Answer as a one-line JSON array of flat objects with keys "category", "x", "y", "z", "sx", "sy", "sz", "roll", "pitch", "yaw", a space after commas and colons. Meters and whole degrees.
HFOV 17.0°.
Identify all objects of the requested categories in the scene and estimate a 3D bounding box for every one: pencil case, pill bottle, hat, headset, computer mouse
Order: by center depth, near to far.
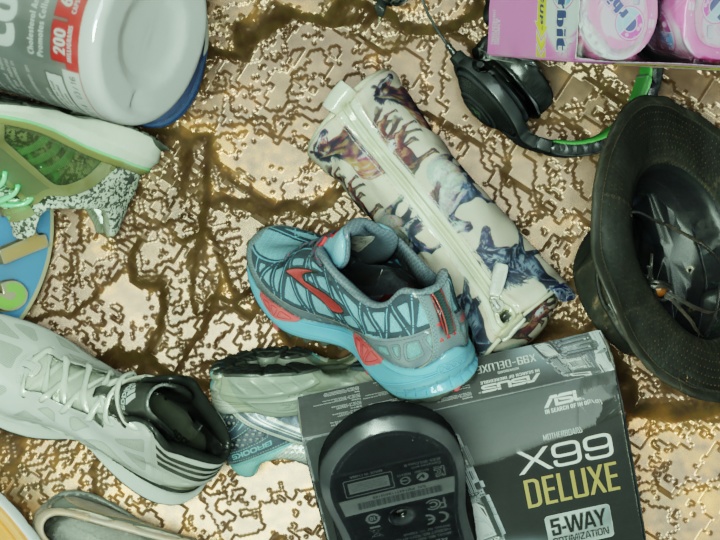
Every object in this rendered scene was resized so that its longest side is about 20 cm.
[{"category": "computer mouse", "x": 0.018, "y": 0.144, "z": 1.466, "sx": 0.138, "sy": 0.201, "sz": 0.053, "roll": -9, "pitch": 44, "yaw": -3}, {"category": "pill bottle", "x": -0.206, "y": -0.166, "z": 1.514, "sx": 0.199, "sy": 0.114, "sz": 0.115, "roll": 17, "pitch": 88, "yaw": 31}, {"category": "hat", "x": 0.187, "y": -0.006, "z": 1.540, "sx": 0.200, "sy": 0.081, "sz": 0.202, "roll": 17, "pitch": 63, "yaw": -38}, {"category": "pencil case", "x": 0.048, "y": -0.035, "z": 1.541, "sx": 0.078, "sy": 0.089, "sz": 0.200, "roll": -39, "pitch": 82, "yaw": -5}, {"category": "headset", "x": 0.102, "y": -0.148, "z": 1.548, "sx": 0.199, "sy": 0.094, "sz": 0.124, "roll": 20, "pitch": 88, "yaw": -9}]

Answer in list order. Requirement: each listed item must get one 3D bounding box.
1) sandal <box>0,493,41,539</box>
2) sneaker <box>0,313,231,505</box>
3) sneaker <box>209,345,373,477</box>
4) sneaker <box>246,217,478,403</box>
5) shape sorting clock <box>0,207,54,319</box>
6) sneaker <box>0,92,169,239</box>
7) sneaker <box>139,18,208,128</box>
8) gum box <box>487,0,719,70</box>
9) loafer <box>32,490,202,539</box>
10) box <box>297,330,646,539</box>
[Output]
[{"category": "sandal", "x": -0.212, "y": 0.221, "z": 1.522, "sx": 0.079, "sy": 0.059, "sz": 0.207, "roll": -31, "pitch": 115, "yaw": 15}, {"category": "sneaker", "x": -0.166, "y": 0.070, "z": 1.515, "sx": 0.200, "sy": 0.115, "sz": 0.076, "roll": 29, "pitch": 61, "yaw": -11}, {"category": "sneaker", "x": 0.003, "y": 0.095, "z": 1.561, "sx": 0.199, "sy": 0.078, "sz": 0.087, "roll": 0, "pitch": 107, "yaw": 2}, {"category": "sneaker", "x": 0.000, "y": 0.000, "z": 1.508, "sx": 0.079, "sy": 0.200, "sz": 0.096, "roll": -31, "pitch": 130, "yaw": -30}, {"category": "shape sorting clock", "x": -0.286, "y": -0.029, "z": 1.535, "sx": 0.199, "sy": 0.039, "sz": 0.201, "roll": -2, "pitch": 93, "yaw": -35}, {"category": "sneaker", "x": -0.216, "y": -0.064, "z": 1.526, "sx": 0.199, "sy": 0.077, "sz": 0.089, "roll": 11, "pitch": 94, "yaw": -34}, {"category": "sneaker", "x": -0.132, "y": -0.194, "z": 1.561, "sx": 0.075, "sy": 0.088, "sz": 0.201, "roll": 6, "pitch": 89, "yaw": 0}, {"category": "gum box", "x": 0.193, "y": -0.159, "z": 1.499, "sx": 0.199, "sy": 0.113, "sz": 0.067, "roll": 0, "pitch": 96, "yaw": -26}, {"category": "loafer", "x": -0.121, "y": 0.200, "z": 1.554, "sx": 0.199, "sy": 0.063, "sz": 0.072, "roll": 22, "pitch": 88, "yaw": 3}, {"category": "box", "x": 0.072, "y": 0.133, "z": 1.520, "sx": 0.199, "sy": 0.050, "sz": 0.158, "roll": -12, "pitch": 122, "yaw": 1}]
